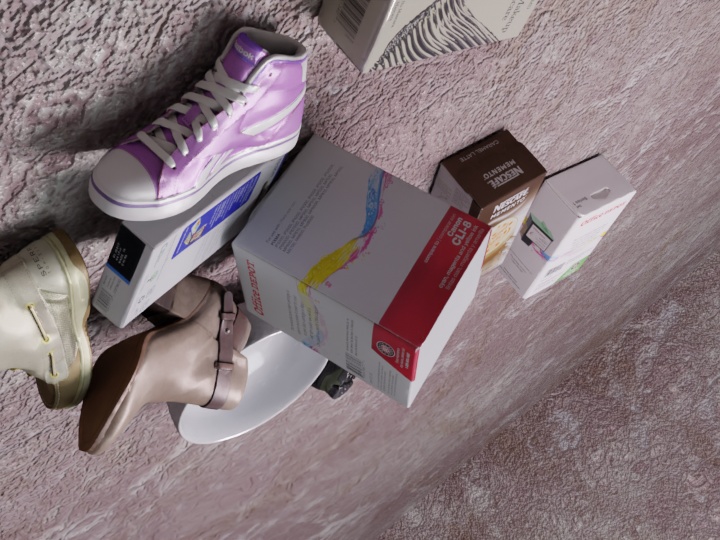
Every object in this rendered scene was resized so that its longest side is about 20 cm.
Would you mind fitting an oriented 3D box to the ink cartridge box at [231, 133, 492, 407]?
[{"bbox_3d":[0.000,0.000,0.929,0.146,0.198,0.146,-56,166,-24],"label":"ink cartridge box"}]

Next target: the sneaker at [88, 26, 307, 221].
[{"bbox_3d":[-0.118,-0.121,0.729,0.200,0.072,0.115,-37,158,-38],"label":"sneaker"}]

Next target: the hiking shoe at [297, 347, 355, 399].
[{"bbox_3d":[-0.032,0.046,1.173,0.076,0.099,0.204,8,101,-77],"label":"hiking shoe"}]

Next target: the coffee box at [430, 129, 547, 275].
[{"bbox_3d":[0.144,-0.068,1.240,0.113,0.080,0.201,-29,156,-25],"label":"coffee box"}]

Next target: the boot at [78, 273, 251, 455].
[{"bbox_3d":[-0.170,0.096,0.915,0.146,0.069,0.203,38,59,-41],"label":"boot"}]

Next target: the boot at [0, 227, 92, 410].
[{"bbox_3d":[-0.297,0.067,0.787,0.153,0.072,0.202,-26,150,-33],"label":"boot"}]

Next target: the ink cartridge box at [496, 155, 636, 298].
[{"bbox_3d":[0.315,-0.067,1.519,0.143,0.084,0.201,-24,154,-35],"label":"ink cartridge box"}]

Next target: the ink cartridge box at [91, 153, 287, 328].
[{"bbox_3d":[-0.141,-0.041,0.830,0.200,0.039,0.100,-45,169,-50],"label":"ink cartridge box"}]

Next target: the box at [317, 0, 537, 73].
[{"bbox_3d":[0.065,-0.230,0.808,0.198,0.069,0.083,-22,153,-37],"label":"box"}]

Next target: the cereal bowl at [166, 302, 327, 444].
[{"bbox_3d":[-0.134,0.100,1.094,0.198,0.084,0.201,-30,154,-17],"label":"cereal bowl"}]
